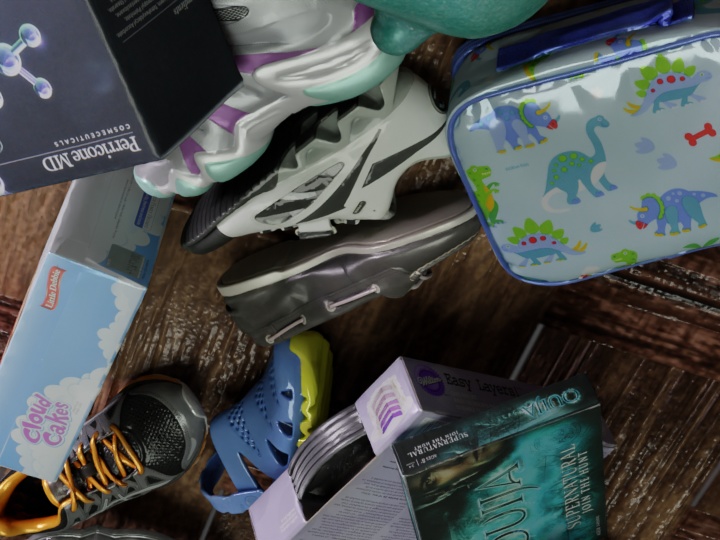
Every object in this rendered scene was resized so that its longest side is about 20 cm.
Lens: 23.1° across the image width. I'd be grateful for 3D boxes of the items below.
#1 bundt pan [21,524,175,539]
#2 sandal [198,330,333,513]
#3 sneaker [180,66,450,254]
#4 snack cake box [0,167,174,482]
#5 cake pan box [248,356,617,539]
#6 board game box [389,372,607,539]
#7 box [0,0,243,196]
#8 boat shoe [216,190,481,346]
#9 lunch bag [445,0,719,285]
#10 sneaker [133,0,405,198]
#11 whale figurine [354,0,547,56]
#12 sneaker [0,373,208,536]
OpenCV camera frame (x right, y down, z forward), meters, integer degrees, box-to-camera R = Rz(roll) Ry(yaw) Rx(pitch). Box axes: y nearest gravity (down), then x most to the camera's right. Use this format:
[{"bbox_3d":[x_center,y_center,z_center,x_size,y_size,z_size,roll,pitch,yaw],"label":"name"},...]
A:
[{"bbox_3d":[-0.192,0.275,1.362,0.201,0.076,0.202,0,146,0],"label":"bundt pan"},{"bbox_3d":[-0.067,0.118,1.246,0.087,0.080,0.201,13,129,1],"label":"sandal"},{"bbox_3d":[-0.025,-0.050,1.095,0.200,0.074,0.088,-31,119,29],"label":"sneaker"},{"bbox_3d":[-0.190,0.031,1.157,0.067,0.115,0.200,21,130,-11],"label":"snack cake box"},{"bbox_3d":[0.046,0.144,1.213,0.199,0.052,0.184,12,131,-39],"label":"cake pan box"},{"bbox_3d":[0.098,0.150,1.180,0.135,0.028,0.200,-20,146,-3],"label":"board game box"},{"bbox_3d":[-0.181,-0.156,0.957,0.148,0.107,0.201,-11,114,30],"label":"box"},{"bbox_3d":[0.000,0.000,1.138,0.199,0.067,0.057,-17,114,28],"label":"boat shoe"},{"bbox_3d":[0.157,-0.084,1.038,0.199,0.083,0.161,-15,128,19],"label":"lunch bag"},{"bbox_3d":[-0.085,-0.138,1.034,0.199,0.078,0.140,-32,119,19],"label":"sneaker"},{"bbox_3d":[0.021,-0.180,0.935,0.199,0.104,0.160,-5,124,-10],"label":"whale figurine"},{"bbox_3d":[-0.190,0.142,1.265,0.200,0.077,0.078,-33,89,29],"label":"sneaker"}]
